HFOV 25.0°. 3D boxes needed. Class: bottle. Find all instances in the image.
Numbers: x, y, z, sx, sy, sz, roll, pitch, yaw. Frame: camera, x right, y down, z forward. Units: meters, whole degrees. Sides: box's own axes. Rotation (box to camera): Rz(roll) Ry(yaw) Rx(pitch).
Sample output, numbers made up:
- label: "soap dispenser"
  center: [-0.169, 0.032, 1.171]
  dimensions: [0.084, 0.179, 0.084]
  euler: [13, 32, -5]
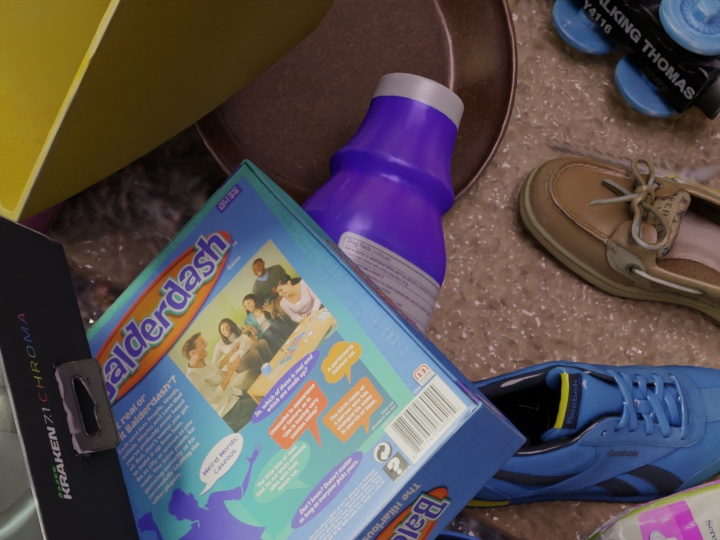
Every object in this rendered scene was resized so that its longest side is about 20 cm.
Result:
- label: "bottle"
  center: [0.000, 0.000, 0.804]
  dimensions: [0.083, 0.065, 0.201]
  euler: [30, 70, -37]

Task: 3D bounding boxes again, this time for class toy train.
- label: "toy train"
  center: [0.167, -0.176, 0.944]
  dimensions: [0.114, 0.087, 0.200]
  euler: [-32, 75, -34]

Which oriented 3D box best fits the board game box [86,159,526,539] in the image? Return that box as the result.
- label: "board game box"
  center: [-0.044, 0.063, 0.712]
  dimensions: [0.152, 0.045, 0.200]
  euler: [-47, 48, 3]

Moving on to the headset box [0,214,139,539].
- label: "headset box"
  center: [-0.197, 0.086, 0.670]
  dimensions: [0.199, 0.093, 0.175]
  euler: [-22, 73, 11]

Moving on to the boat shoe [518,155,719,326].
- label: "boat shoe"
  center: [0.185, -0.016, 0.883]
  dimensions: [0.199, 0.063, 0.074]
  euler: [22, 63, -3]

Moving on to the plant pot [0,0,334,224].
- label: "plant pot"
  center: [-0.095, -0.171, 0.691]
  dimensions: [0.176, 0.200, 0.200]
  euler: [-21, 73, -35]

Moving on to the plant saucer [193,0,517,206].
- label: "plant saucer"
  center: [-0.010, -0.116, 0.867]
  dimensions: [0.200, 0.037, 0.201]
  euler: [2, 85, -24]

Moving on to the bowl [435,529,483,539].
- label: "bowl"
  center: [0.028, 0.211, 0.723]
  dimensions: [0.200, 0.039, 0.201]
  euler: [9, 70, -27]

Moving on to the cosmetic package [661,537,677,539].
- label: "cosmetic package"
  center: [0.098, 0.227, 0.687]
  dimensions: [0.113, 0.081, 0.201]
  euler: [-8, 78, -34]

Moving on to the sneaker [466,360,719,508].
- label: "sneaker"
  center: [0.126, 0.077, 0.820]
  dimensions: [0.199, 0.078, 0.066]
  euler: [-4, 65, -18]

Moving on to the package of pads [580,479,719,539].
- label: "package of pads"
  center: [0.207, 0.174, 0.793]
  dimensions: [0.199, 0.068, 0.155]
  euler: [-10, 69, -26]

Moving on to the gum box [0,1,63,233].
- label: "gum box"
  center: [-0.153, -0.105, 0.809]
  dimensions: [0.066, 0.114, 0.200]
  euler: [27, 62, -1]
